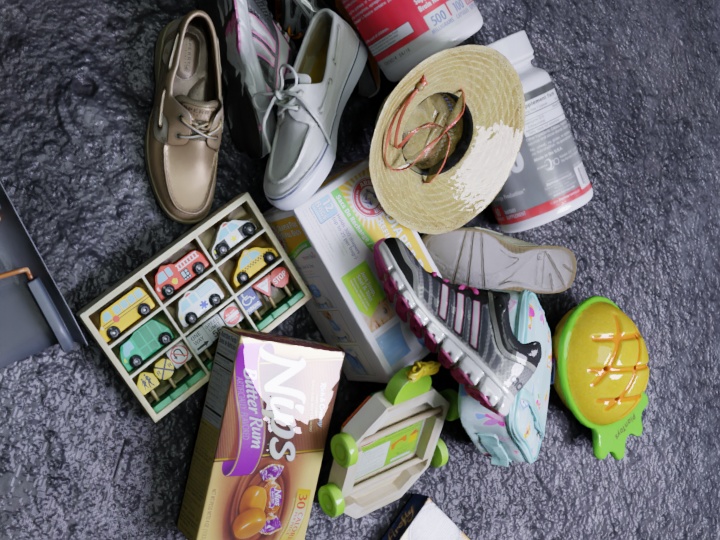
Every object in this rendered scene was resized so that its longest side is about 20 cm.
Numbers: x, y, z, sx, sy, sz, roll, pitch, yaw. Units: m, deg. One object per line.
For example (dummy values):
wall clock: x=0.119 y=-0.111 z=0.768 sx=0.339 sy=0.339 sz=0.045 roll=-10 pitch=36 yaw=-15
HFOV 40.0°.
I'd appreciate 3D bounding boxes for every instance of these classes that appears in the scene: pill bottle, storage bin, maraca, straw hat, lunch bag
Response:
pill bottle: x=0.025 y=-0.296 z=0.958 sx=0.112 sy=0.112 sz=0.201 roll=-37 pitch=102 yaw=-25
storage bin: x=-0.333 y=0.005 z=0.818 sx=0.134 sy=0.145 sz=0.201 roll=-30 pitch=100 yaw=-16
pill bottle: x=0.174 y=-0.155 z=1.110 sx=0.113 sy=0.114 sz=0.202 roll=-27 pitch=98 yaw=-27
maraca: x=0.284 y=0.126 z=1.154 sx=0.137 sy=0.106 sz=0.201 roll=-38 pitch=115 yaw=-29
straw hat: x=0.063 y=-0.140 z=0.975 sx=0.200 sy=0.085 sz=0.203 roll=-20 pitch=125 yaw=-32
lunch bag: x=0.156 y=0.117 z=1.040 sx=0.200 sy=0.076 sz=0.162 roll=52 pitch=42 yaw=-62

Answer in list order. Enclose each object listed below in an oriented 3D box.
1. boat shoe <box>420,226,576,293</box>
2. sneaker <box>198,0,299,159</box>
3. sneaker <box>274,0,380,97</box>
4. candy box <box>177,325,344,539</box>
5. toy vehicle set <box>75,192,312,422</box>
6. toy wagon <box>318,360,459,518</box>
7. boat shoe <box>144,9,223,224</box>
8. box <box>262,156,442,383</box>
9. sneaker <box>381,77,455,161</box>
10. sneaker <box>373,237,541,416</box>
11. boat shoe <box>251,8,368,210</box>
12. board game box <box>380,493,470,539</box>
boat shoe: x=0.147 y=-0.012 z=1.124 sx=0.198 sy=0.063 sz=0.074 roll=2 pitch=97 yaw=-22
sneaker: x=-0.100 y=-0.219 z=0.996 sx=0.086 sy=0.080 sz=0.202 roll=-20 pitch=109 yaw=-34
sneaker: x=-0.047 y=-0.262 z=1.030 sx=0.077 sy=0.078 sz=0.201 roll=-35 pitch=107 yaw=0
candy box: x=-0.094 y=0.163 z=0.952 sx=0.116 sy=0.056 sz=0.202 roll=13 pitch=92 yaw=-30
toy vehicle set: x=-0.156 y=0.033 z=0.954 sx=0.200 sy=0.026 sz=0.125 roll=-39 pitch=107 yaw=-20
toy wagon: x=0.034 y=0.161 z=0.986 sx=0.154 sy=0.040 sz=0.202 roll=-16 pitch=133 yaw=-37
boat shoe: x=-0.166 y=-0.147 z=0.952 sx=0.071 sy=0.064 sz=0.203 roll=-2 pitch=89 yaw=-28
box: x=0.000 y=0.000 z=1.010 sx=0.112 sy=0.101 sz=0.201 roll=-36 pitch=103 yaw=-25
sneaker: x=0.063 y=-0.167 z=1.064 sx=0.089 sy=0.078 sz=0.202 roll=-16 pitch=86 yaw=-45
sneaker: x=0.094 y=0.037 z=0.930 sx=0.087 sy=0.074 sz=0.200 roll=-39 pitch=80 yaw=-9
boat shoe: x=-0.056 y=-0.162 z=0.935 sx=0.086 sy=0.074 sz=0.204 roll=41 pitch=64 yaw=-47
board game box: x=0.050 y=0.360 z=1.047 sx=0.136 sy=0.035 sz=0.200 roll=47 pitch=67 yaw=-17
